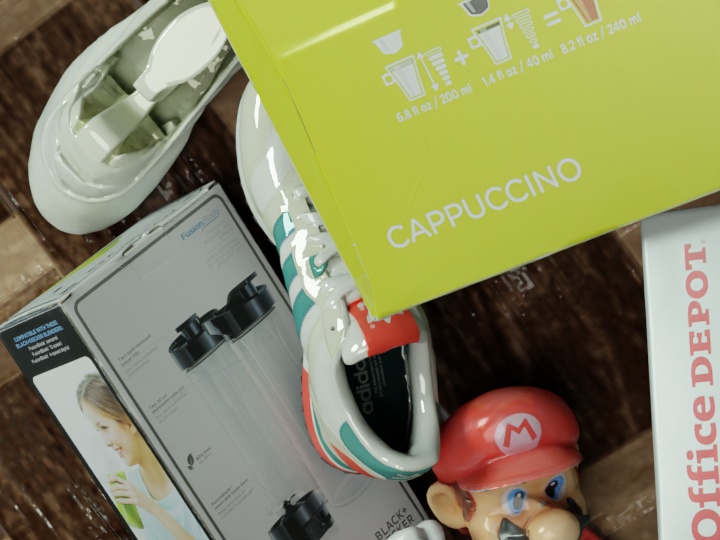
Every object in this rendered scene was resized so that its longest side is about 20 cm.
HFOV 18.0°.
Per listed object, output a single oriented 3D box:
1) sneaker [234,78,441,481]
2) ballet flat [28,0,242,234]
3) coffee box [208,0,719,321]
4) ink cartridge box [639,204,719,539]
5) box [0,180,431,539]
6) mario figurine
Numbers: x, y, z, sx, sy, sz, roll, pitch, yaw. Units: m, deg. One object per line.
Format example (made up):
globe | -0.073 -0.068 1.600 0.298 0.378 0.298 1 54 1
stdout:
sneaker | 0.000 0.001 1.017 0.070 0.093 0.201 -15 99 -18
ballet flat | -0.100 -0.084 1.049 0.069 0.069 0.200 44 117 -3
coffee box | 0.070 -0.129 0.902 0.199 0.198 0.201 -21 103 24
ink cartridge box | 0.220 0.049 0.859 0.199 0.145 0.146 -7 77 24
box | -0.066 0.074 1.069 0.060 0.117 0.200 -20 107 48
mario figurine | 0.082 0.149 1.058 0.106 0.123 0.201 5 117 29
